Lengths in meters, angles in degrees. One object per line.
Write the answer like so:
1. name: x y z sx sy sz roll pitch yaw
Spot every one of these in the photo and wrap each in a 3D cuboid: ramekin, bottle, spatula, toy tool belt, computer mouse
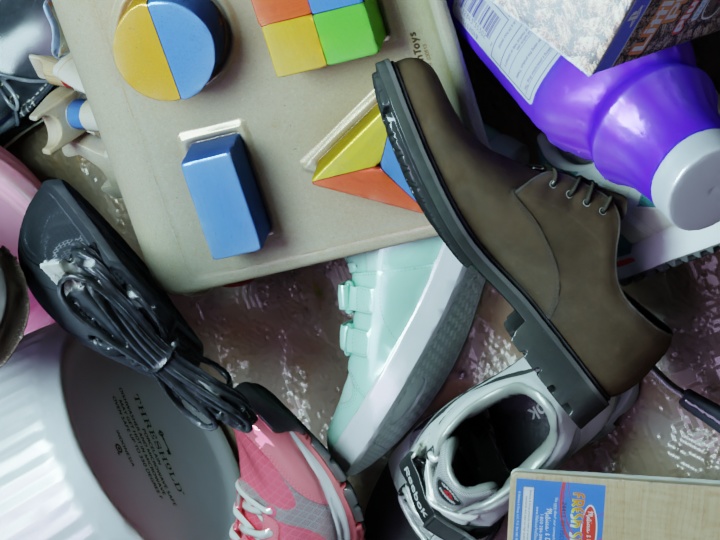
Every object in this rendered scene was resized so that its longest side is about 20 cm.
1. ramekin: -0.145 0.118 1.508 0.094 0.202 0.203 -33 84 23
2. bottle: 0.113 -0.097 1.297 0.084 0.065 0.200 -49 47 13
3. spatula: 0.152 0.048 1.376 0.200 0.056 0.021 38 103 8
4. toy tool belt: -0.114 -0.095 1.484 0.123 0.124 0.201 19 130 48
5. computer mouse: -0.134 0.015 1.417 0.053 0.200 0.139 -43 119 1

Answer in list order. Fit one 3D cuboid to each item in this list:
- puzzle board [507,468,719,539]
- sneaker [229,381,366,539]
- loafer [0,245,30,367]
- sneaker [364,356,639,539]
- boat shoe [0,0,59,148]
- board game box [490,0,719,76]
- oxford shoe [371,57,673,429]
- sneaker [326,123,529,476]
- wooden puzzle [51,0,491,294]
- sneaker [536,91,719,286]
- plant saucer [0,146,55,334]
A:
1. puzzle board: 0.146 0.197 1.402 0.149 0.017 0.202 4 108 6
2. sneaker: -0.040 0.153 1.460 0.074 0.086 0.201 40 155 56
3. loafer: -0.203 0.010 1.456 0.073 0.071 0.200 -61 24 3
4. sneaker: 0.051 0.103 1.435 0.074 0.088 0.200 50 125 11
5. boat shoe: -0.203 -0.113 1.561 0.200 0.062 0.075 -39 79 33
6. board game box: 0.111 -0.186 1.248 0.159 0.200 0.097 40 120 19
7. oxford shoe: 0.078 -0.029 1.312 0.084 0.073 0.200 -36 106 5
8. sneaker: 0.000 0.000 1.446 0.118 0.074 0.202 28 107 17
9. wooden puzzle: -0.044 -0.083 1.356 0.199 0.046 0.186 -11 113 19
10. sneaker: 0.166 -0.061 1.323 0.199 0.070 0.094 -23 95 38
11. plant saucer: -0.247 -0.015 1.580 0.199 0.051 0.202 10 133 10
